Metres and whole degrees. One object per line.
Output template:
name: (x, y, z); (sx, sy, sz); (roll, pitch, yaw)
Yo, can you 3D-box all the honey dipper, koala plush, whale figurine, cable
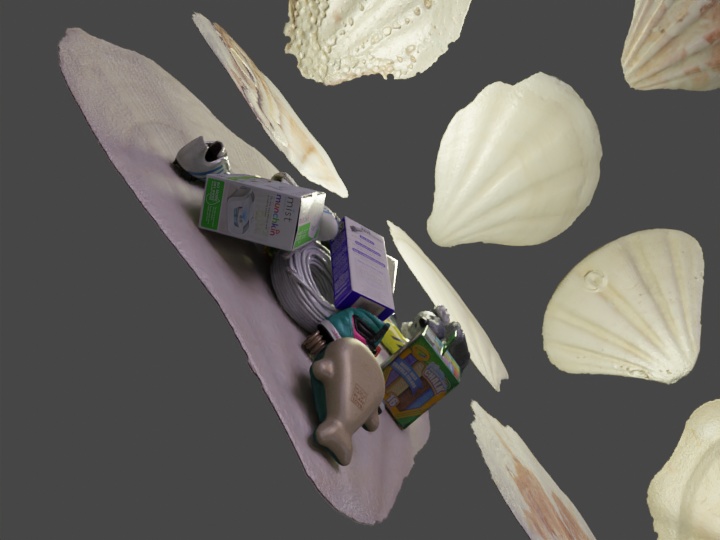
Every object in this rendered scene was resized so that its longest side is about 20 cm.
honey dipper: (-0.029, 0.198, 1.091); (0.202, 0.038, 0.038); (54, 12, -2)
koala plush: (0.196, 0.194, 1.678); (0.185, 0.175, 0.202); (55, 5, -45)
whale figurine: (-0.036, 0.204, 0.962); (0.159, 0.102, 0.203); (46, 37, -25)
cable: (-0.089, 0.033, 1.198); (0.203, 0.068, 0.201); (56, 22, -11)

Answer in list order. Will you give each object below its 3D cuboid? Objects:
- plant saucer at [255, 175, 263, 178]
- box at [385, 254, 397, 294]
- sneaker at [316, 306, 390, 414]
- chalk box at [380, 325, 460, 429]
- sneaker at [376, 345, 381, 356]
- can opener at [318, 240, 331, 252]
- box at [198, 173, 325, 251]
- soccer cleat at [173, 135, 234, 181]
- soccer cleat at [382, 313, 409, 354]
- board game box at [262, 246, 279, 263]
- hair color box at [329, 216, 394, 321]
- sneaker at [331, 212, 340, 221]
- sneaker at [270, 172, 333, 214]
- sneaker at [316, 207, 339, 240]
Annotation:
plant saucer: (-0.192, -0.128, 1.416); (0.201, 0.035, 0.201); (50, 13, -15)
box: (0.026, 0.025, 1.388); (0.093, 0.079, 0.201); (26, 21, -2)
sneaker: (0.016, 0.151, 1.135); (0.203, 0.120, 0.083); (59, -25, -10)
chalk box: (0.132, 0.205, 1.282); (0.125, 0.199, 0.124); (50, 12, 4)
sneaker: (0.004, 0.129, 1.294); (0.075, 0.084, 0.202); (44, 14, -29)
can opener: (-0.103, -0.085, 1.313); (0.202, 0.066, 0.053); (54, 26, -4)
box: (-0.168, -0.112, 1.110); (0.171, 0.100, 0.200); (14, 10, 5)
soccer cleat: (-0.277, -0.204, 1.191); (0.071, 0.086, 0.199); (52, 11, 10)
soccer cleat: (0.077, 0.175, 1.545); (0.082, 0.065, 0.203); (-10, 63, -43)
board game box: (-0.147, -0.051, 1.289); (0.096, 0.030, 0.202); (50, 24, -23)
hair color box: (0.000, 0.000, 1.226); (0.107, 0.065, 0.204); (26, 40, -30)
sneaker: (-0.077, -0.065, 1.423); (0.203, 0.079, 0.076); (-101, 164, -48)
sneaker: (-0.143, -0.153, 1.399); (0.115, 0.074, 0.199); (36, 3, -45)
sneaker: (-0.133, -0.106, 1.236); (0.195, 0.074, 0.072); (22, 25, 20)
